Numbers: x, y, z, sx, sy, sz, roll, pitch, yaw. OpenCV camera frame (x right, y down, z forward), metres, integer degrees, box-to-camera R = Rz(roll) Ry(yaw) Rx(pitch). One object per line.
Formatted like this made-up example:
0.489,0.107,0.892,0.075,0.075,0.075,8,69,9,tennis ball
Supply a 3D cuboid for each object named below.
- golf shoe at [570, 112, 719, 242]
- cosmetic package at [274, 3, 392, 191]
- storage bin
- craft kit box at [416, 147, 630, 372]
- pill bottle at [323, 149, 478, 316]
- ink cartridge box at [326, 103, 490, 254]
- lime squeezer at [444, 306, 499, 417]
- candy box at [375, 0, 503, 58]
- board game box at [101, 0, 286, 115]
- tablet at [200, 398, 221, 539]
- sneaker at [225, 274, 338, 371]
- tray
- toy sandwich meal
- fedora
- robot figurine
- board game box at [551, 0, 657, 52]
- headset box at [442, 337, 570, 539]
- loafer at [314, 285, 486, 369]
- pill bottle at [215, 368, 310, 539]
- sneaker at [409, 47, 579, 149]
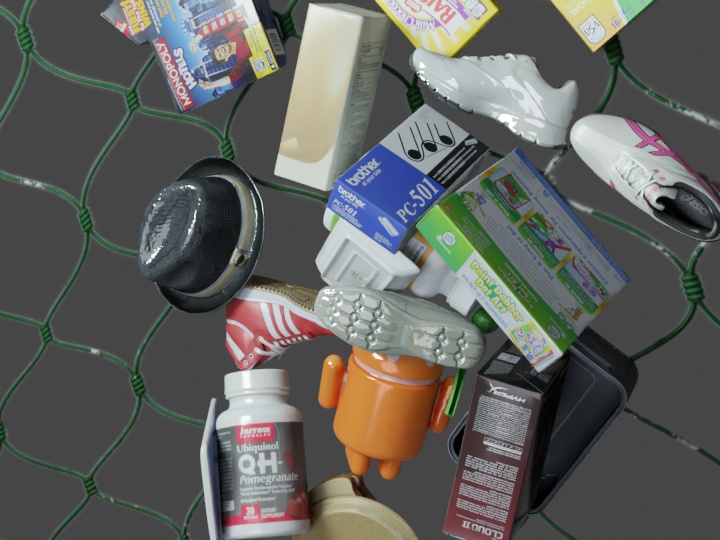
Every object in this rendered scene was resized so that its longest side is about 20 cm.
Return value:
0.310,-0.102,1.276,0.199,0.092,0.073,34,111,8,golf shoe
-0.031,-0.202,1.385,0.070,0.105,0.202,18,106,17,cosmetic package
0.210,0.161,1.378,0.135,0.094,0.201,37,113,9,storage bin
0.181,-0.017,1.292,0.200,0.197,0.049,50,128,5,craft kit box
0.066,-0.039,1.378,0.199,0.111,0.112,37,112,10,pill bottle
0.055,-0.104,1.319,0.094,0.200,0.044,35,134,10,ink cartridge box
0.140,0.074,1.400,0.038,0.071,0.201,32,87,0,lime squeezer
0.060,-0.334,1.361,0.200,0.026,0.102,49,117,5,candy box
-0.205,-0.302,1.452,0.198,0.062,0.202,-19,95,25,board game box
-0.183,0.249,1.499,0.014,0.200,0.132,-5,101,-2,tablet
-0.088,0.079,1.478,0.199,0.071,0.114,16,106,34,sneaker
0.000,0.000,1.382,0.107,0.200,0.022,39,70,1,tray
-0.003,0.359,1.522,0.203,0.070,0.207,5,106,18,toy sandwich meal
-0.212,-0.046,1.468,0.199,0.091,0.203,-4,83,34,fedora
0.032,0.146,1.429,0.143,0.116,0.202,22,107,25,robot figurine
0.246,-0.358,1.275,0.153,0.040,0.200,-41,86,24,board game box
0.155,0.191,1.275,0.074,0.149,0.202,16,106,17,headset box
0.045,0.061,1.352,0.198,0.070,0.071,19,102,-1,loafer
-0.123,0.228,1.486,0.110,0.111,0.202,-10,77,23,pill bottle
0.150,-0.207,1.334,0.198,0.075,0.088,24,100,1,sneaker
